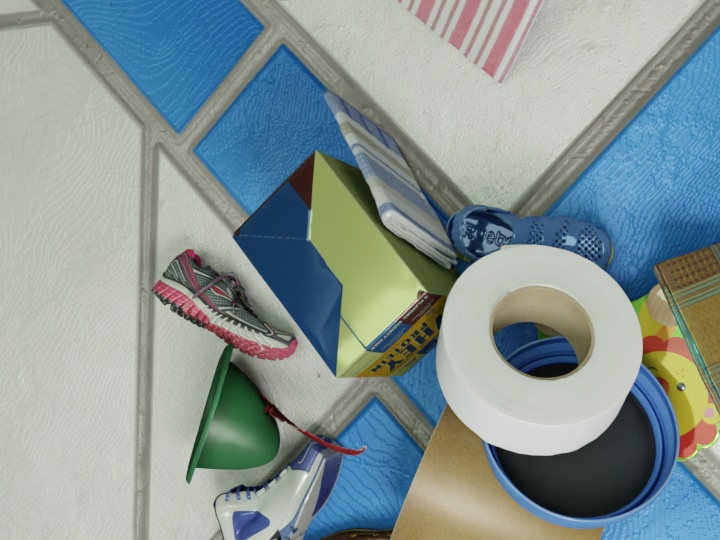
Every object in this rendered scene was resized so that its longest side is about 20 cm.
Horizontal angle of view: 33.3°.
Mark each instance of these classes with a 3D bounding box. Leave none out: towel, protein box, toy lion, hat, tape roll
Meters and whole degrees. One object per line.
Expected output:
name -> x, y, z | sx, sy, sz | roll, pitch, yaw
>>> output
towel -> 0.392, 0.068, 1.219 | 0.145, 0.022, 0.203 | -16, 75, -23
protein box -> 0.000, 0.000, 1.328 | 0.135, 0.200, 0.199 | -42, 72, 14
toy lion -> 0.291, 0.110, 1.283 | 0.197, 0.068, 0.195 | -5, 91, 22
hat -> -0.100, 0.196, 1.411 | 0.173, 0.201, 0.168 | 18, 112, -7
towel -> 0.031, -0.100, 1.326 | 0.024, 0.146, 0.202 | -37, 53, 16
towel -> 0.119, -0.327, 1.359 | 0.200, 0.030, 0.147 | 43, 138, 16
tape roll -> 0.174, 0.076, 1.193 | 0.199, 0.071, 0.205 | 1, 58, -2

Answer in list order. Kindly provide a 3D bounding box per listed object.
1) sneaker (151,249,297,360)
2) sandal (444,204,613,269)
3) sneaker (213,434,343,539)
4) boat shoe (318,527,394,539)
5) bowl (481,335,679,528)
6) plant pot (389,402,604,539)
sneaker -> -0.159, 0.043, 1.458 | 0.198, 0.081, 0.075 | 30, 76, 16
sandal -> 0.177, -0.030, 1.322 | 0.197, 0.087, 0.081 | 7, 86, 21
sneaker -> -0.111, 0.274, 1.417 | 0.114, 0.080, 0.202 | 30, 99, 19
boat shoe -> 0.002, 0.331, 1.373 | 0.197, 0.067, 0.073 | -16, 80, 20
bowl -> 0.216, 0.162, 1.207 | 0.197, 0.040, 0.203 | 2, 58, -2
plant pot -> 0.155, 0.247, 1.273 | 0.197, 0.186, 0.189 | 23, 94, 10
